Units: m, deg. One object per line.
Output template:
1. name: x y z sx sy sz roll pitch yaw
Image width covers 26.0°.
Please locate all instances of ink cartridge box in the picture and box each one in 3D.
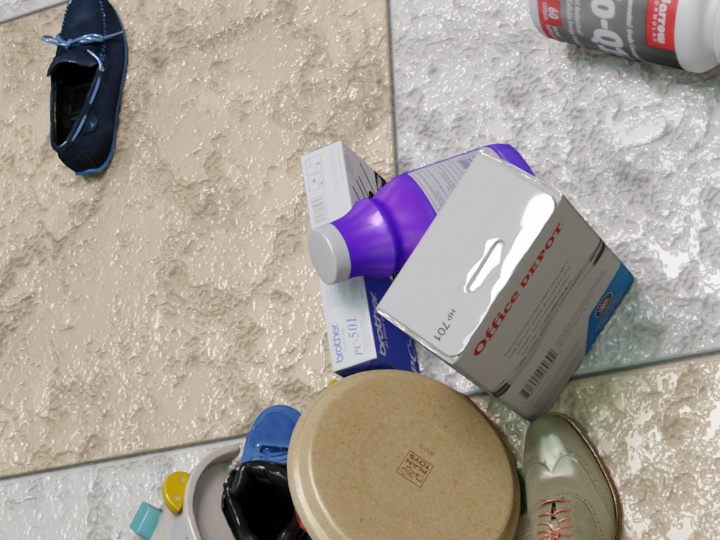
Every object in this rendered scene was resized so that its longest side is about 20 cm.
1. ink cartridge box: 0.000 0.000 1.332 0.044 0.094 0.202 -19 64 20
2. ink cartridge box: 0.117 0.018 1.201 0.086 0.200 0.147 33 88 32

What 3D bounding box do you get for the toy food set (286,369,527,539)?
1. toy food set: 0.037 0.165 1.219 0.198 0.049 0.200 20 52 -5

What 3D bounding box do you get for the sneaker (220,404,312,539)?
1. sneaker: -0.068 0.170 1.267 0.076 0.112 0.202 -1 48 4

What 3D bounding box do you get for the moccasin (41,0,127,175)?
1. moccasin: -0.275 -0.198 1.561 0.080 0.068 0.203 -16 65 21

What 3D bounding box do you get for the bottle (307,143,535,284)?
1. bottle: 0.053 -0.041 1.275 0.198 0.066 0.084 -21 66 -25

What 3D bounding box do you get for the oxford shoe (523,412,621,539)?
1. oxford shoe: 0.160 0.197 1.187 0.070 0.075 0.202 -23 63 19

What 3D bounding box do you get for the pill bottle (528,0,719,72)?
1. pill bottle: 0.247 -0.226 1.274 0.198 0.114 0.115 19 81 32

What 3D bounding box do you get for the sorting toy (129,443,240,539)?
1. sorting toy: -0.159 0.278 1.328 0.180 0.106 0.202 -42 56 31
